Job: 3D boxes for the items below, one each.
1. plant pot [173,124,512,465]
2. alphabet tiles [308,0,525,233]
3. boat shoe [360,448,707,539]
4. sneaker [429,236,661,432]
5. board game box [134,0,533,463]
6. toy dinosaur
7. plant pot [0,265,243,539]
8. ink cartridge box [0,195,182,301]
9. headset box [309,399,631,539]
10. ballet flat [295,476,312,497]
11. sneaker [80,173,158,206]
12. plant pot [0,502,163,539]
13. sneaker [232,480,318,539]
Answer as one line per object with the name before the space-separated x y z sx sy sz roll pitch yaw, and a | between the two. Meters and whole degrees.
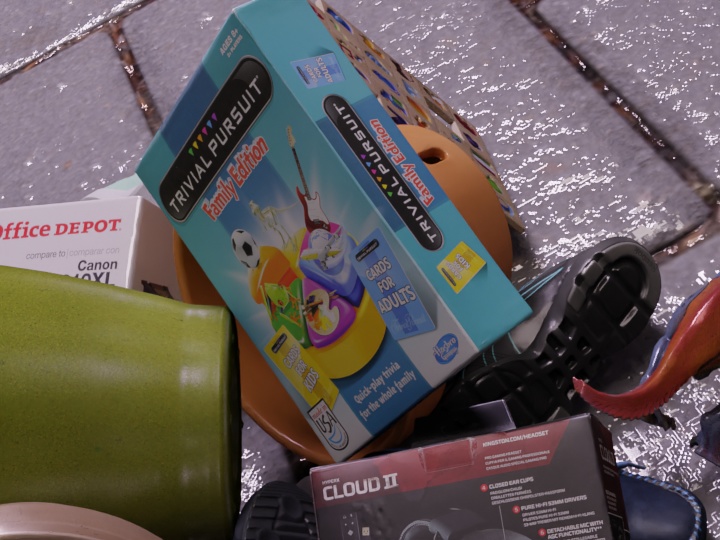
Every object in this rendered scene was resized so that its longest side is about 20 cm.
plant pot | 0.000 0.000 0.845 0.198 0.203 0.139 18 36 39
alphabet tiles | 0.027 -0.120 0.960 0.008 0.199 0.168 -46 27 18
boat shoe | 0.088 0.136 0.751 0.197 0.069 0.085 -3 54 12
sneaker | 0.104 0.062 0.851 0.200 0.076 0.079 -44 14 -10
board game box | -0.023 -0.018 0.709 0.047 0.201 0.151 -30 -10 -39
toy dinosaur | 0.229 0.021 0.760 0.104 0.199 0.183 32 97 28
plant pot | -0.162 0.087 0.765 0.190 0.202 0.202 -1 43 -1
ink cartridge box | -0.196 0.059 0.930 0.143 0.084 0.203 -3 70 25
headset box | 0.063 0.166 0.676 0.147 0.077 0.203 -14 72 15
ballet flat | -0.012 0.204 0.770 0.067 0.046 0.202 -46 34 30
sneaker | -0.138 -0.051 1.073 0.117 0.075 0.199 -27 7 -36
plant pot | -0.163 0.183 0.664 0.199 0.202 0.093 -26 29 0
sneaker | -0.055 0.211 0.715 0.082 0.070 0.202 -38 41 41
